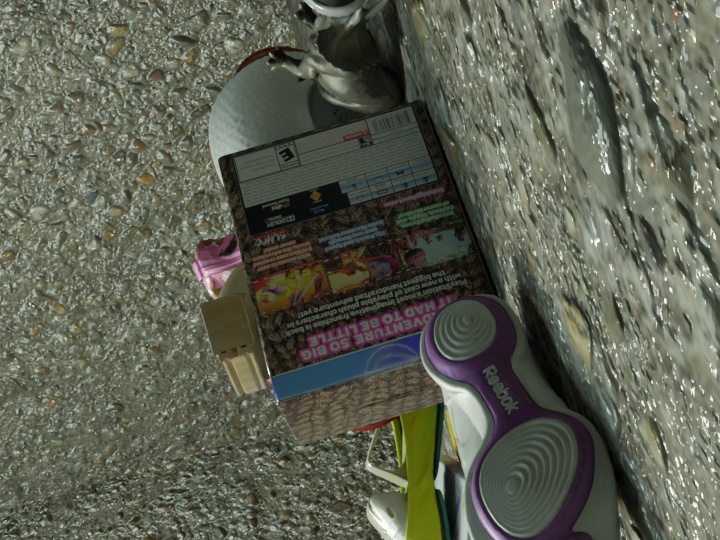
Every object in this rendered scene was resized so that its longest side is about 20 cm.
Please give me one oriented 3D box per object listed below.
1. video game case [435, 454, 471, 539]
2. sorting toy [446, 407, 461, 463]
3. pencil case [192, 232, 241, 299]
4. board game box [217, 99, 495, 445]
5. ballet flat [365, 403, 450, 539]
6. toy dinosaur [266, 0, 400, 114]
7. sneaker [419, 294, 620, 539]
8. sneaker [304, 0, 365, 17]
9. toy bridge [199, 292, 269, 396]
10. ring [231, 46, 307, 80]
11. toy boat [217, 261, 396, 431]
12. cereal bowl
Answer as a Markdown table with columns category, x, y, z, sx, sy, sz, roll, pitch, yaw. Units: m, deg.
| category | x | y | z | sx | sy | sz | roll | pitch | yaw |
| --- | --- | --- | --- | --- | --- | --- | --- | --- | --- |
| video game case | 0.074 | 0.254 | 0.773 | 0.200 | 0.022 | 0.184 | 125 | 149 | -84 |
| sorting toy | 0.101 | 0.144 | 0.774 | 0.186 | 0.036 | 0.201 | -109 | 3 | -48 |
| pencil case | -0.082 | -0.029 | 1.001 | 0.087 | 0.199 | 0.083 | 47 | -149 | -37 |
| board game box | 0.000 | 0.000 | 0.686 | 0.097 | 0.158 | 0.201 | 78 | 176 | -63 |
| ballet flat | 0.037 | 0.176 | 0.764 | 0.067 | 0.067 | 0.201 | 101 | 172 | -54 |
| toy dinosaur | -0.009 | -0.163 | 0.777 | 0.102 | 0.077 | 0.200 | 34 | 171 | 30 |
| sneaker | 0.092 | 0.100 | 0.492 | 0.100 | 0.075 | 0.201 | 58 | -168 | -38 |
| sneaker | -0.035 | -0.275 | 0.618 | 0.114 | 0.075 | 0.201 | -106 | 4 | -86 |
| toy bridge | -0.082 | 0.050 | 0.639 | 0.200 | 0.027 | 0.068 | 163 | 91 | -84 |
| ring | -0.048 | -0.132 | 0.930 | 0.019 | 0.200 | 0.202 | -33 | 68 | 45 |
| toy boat | -0.025 | 0.061 | 0.796 | 0.199 | 0.131 | 0.131 | 27 | 157 | 24 |
| cereal bowl | -0.035 | -0.119 | 0.863 | 0.083 | 0.199 | 0.201 | -34 | 66 | 44 |
